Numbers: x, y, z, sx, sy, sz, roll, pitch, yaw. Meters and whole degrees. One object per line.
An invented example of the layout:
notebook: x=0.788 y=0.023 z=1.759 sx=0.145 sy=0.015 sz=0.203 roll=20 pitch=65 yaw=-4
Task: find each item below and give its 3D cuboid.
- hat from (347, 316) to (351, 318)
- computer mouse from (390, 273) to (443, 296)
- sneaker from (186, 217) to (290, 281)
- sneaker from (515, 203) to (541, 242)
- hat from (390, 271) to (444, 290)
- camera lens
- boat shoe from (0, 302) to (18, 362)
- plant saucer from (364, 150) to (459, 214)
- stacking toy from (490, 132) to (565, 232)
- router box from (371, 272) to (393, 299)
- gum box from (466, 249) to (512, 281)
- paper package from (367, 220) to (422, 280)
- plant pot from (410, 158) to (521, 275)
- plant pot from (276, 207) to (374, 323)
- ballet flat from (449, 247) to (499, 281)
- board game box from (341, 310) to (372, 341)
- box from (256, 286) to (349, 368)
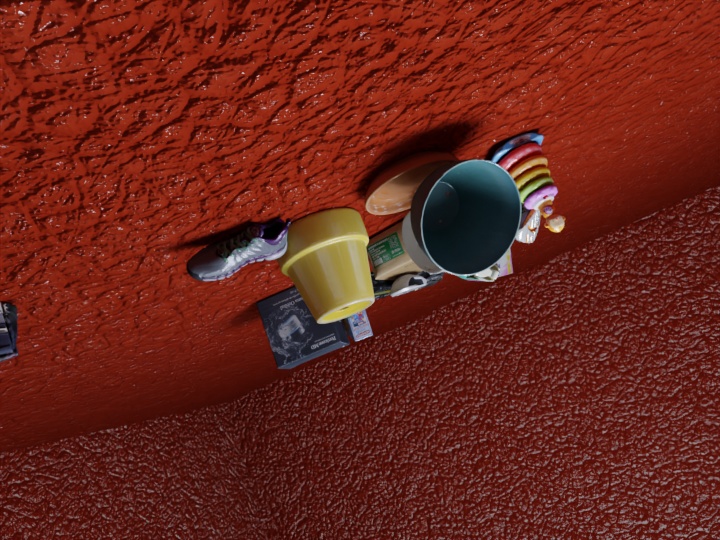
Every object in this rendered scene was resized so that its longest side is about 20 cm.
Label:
hat: x=0.000 y=0.000 z=1.303 sx=0.175 sy=0.200 sz=0.166 roll=-22 pitch=142 yaw=-25
computer mouse: x=0.138 y=0.030 z=1.393 sx=0.109 sy=0.044 sz=0.200 roll=-24 pitch=173 yaw=29
sneaker: x=-0.221 y=-0.049 z=0.953 sx=0.199 sy=0.075 sz=0.088 roll=-24 pitch=156 yaw=-33
sneaker: x=0.355 y=-0.126 z=1.144 sx=0.077 sy=0.079 sz=0.200 roll=13 pitch=-142 yaw=21
hat: x=0.177 y=0.001 z=1.680 sx=0.199 sy=0.081 sz=0.201 roll=-19 pitch=156 yaw=-9
camera lens: x=0.210 y=-0.097 z=1.150 sx=0.199 sy=0.161 sz=0.160 roll=-25 pitch=170 yaw=-30
boat shoe: x=-0.662 y=0.122 z=0.845 sx=0.199 sy=0.093 sz=0.075 roll=-17 pitch=166 yaw=-20
plant saucer: x=0.096 y=-0.171 z=1.007 sx=0.199 sy=0.038 sz=0.200 roll=-21 pitch=165 yaw=-6
stacking toy: x=0.349 y=-0.164 z=1.055 sx=0.115 sy=0.201 sz=0.110 roll=-22 pitch=161 yaw=-6
router box: x=0.058 y=0.053 z=1.759 sx=0.199 sy=0.053 sz=0.157 roll=-8 pitch=161 yaw=-44
gum box: x=0.329 y=-0.082 z=1.379 sx=0.113 sy=0.202 sz=0.066 roll=-12 pitch=-172 yaw=-32
paper package: x=0.136 y=-0.062 z=1.342 sx=0.199 sy=0.104 sz=0.190 roll=-28 pitch=165 yaw=26
plant pot: x=0.170 y=-0.107 z=0.956 sx=0.199 sy=0.202 sz=0.135 roll=-18 pitch=-158 yaw=-15
plant pot: x=-0.063 y=0.000 z=1.093 sx=0.199 sy=0.190 sz=0.201 roll=-19 pitch=166 yaw=-5
ballet flat: x=0.242 y=-0.004 z=1.069 sx=0.199 sy=0.070 sz=0.068 roll=5 pitch=116 yaw=-53
board game box: x=-0.038 y=0.120 z=1.561 sx=0.061 sy=0.201 sz=0.200 roll=-17 pitch=165 yaw=-19
box: x=-0.162 y=0.151 z=1.493 sx=0.195 sy=0.201 sz=0.117 roll=-23 pitch=166 yaw=6
